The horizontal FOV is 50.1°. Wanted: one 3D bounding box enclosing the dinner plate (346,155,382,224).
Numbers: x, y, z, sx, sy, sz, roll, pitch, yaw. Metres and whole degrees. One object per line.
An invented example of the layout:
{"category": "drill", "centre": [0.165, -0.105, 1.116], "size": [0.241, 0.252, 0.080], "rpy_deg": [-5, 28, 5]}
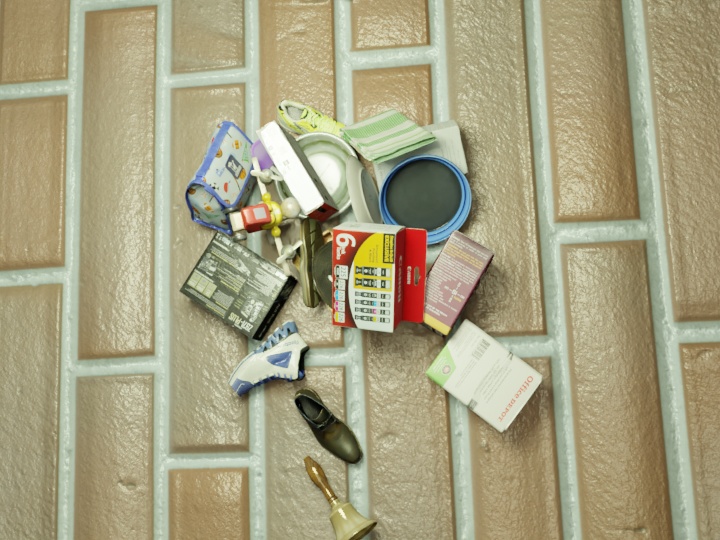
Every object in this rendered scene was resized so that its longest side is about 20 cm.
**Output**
{"category": "dinner plate", "centre": [0.015, -0.151, 1.645], "size": [0.024, 0.200, 0.202], "rpy_deg": [-16, 80, 16]}

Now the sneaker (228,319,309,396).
{"category": "sneaker", "centre": [-0.185, 0.214, 1.673], "size": [0.199, 0.081, 0.115], "rpy_deg": [-45, 77, -3]}

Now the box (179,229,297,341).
{"category": "box", "centre": [-0.268, 0.034, 1.707], "size": [0.199, 0.086, 0.164], "rpy_deg": [31, 86, 10]}

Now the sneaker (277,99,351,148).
{"category": "sneaker", "centre": [-0.103, -0.327, 1.749], "size": [0.199, 0.076, 0.076], "rpy_deg": [21, 82, 8]}

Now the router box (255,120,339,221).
{"category": "router box", "centre": [-0.129, -0.204, 1.626], "size": [0.049, 0.179, 0.201], "rpy_deg": [-32, 84, 6]}

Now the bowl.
{"category": "bowl", "centre": [0.138, -0.156, 1.666], "size": [0.199, 0.039, 0.202], "rpy_deg": [-1, 114, -1]}

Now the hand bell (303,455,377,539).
{"category": "hand bell", "centre": [-0.063, 0.480, 1.628], "size": [0.104, 0.104, 0.200], "rpy_deg": [-38, 67, 0]}

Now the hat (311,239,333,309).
{"category": "hat", "centre": [0.000, 0.000, 1.644], "size": [0.199, 0.081, 0.202], "rpy_deg": [8, 67, -21]}

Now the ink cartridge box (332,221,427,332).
{"category": "ink cartridge box", "centre": [0.037, 0.013, 1.531], "size": [0.174, 0.084, 0.202], "rpy_deg": [5, 104, 17]}

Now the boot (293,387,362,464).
{"category": "boot", "centre": [-0.076, 0.334, 1.633], "size": [0.075, 0.097, 0.200], "rpy_deg": [-44, 79, -1]}

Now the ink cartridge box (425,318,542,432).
{"category": "ink cartridge box", "centre": [0.259, 0.221, 1.618], "size": [0.200, 0.084, 0.146], "rpy_deg": [37, 87, 11]}

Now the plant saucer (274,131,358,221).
{"category": "plant saucer", "centre": [-0.094, -0.210, 1.737], "size": [0.198, 0.050, 0.202], "rpy_deg": [0, 89, 8]}

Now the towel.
{"category": "towel", "centre": [0.052, -0.290, 1.644], "size": [0.152, 0.200, 0.024], "rpy_deg": [-22, 123, -13]}

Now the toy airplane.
{"category": "toy airplane", "centre": [-0.186, -0.114, 1.633], "size": [0.140, 0.200, 0.200], "rpy_deg": [-18, 43, 14]}

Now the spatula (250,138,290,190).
{"category": "spatula", "centre": [-0.168, -0.200, 1.685], "size": [0.200, 0.021, 0.057], "rpy_deg": [51, 57, -10]}

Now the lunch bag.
{"category": "lunch bag", "centre": [-0.300, -0.202, 1.671], "size": [0.123, 0.200, 0.171], "rpy_deg": [17, 65, 8]}

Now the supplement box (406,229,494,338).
{"category": "supplement box", "centre": [0.190, 0.032, 1.633], "size": [0.103, 0.131, 0.201], "rpy_deg": [30, 87, 10]}

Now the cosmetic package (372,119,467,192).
{"category": "cosmetic package", "centre": [0.124, -0.251, 1.689], "size": [0.198, 0.081, 0.114], "rpy_deg": [-14, 111, 4]}

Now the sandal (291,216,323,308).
{"category": "sandal", "centre": [-0.120, -0.018, 1.676], "size": [0.054, 0.080, 0.202], "rpy_deg": [-3, 85, 28]}

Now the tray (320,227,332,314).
{"category": "tray", "centre": [-0.054, 0.017, 1.711], "size": [0.098, 0.037, 0.201], "rpy_deg": [-32, 80, 1]}
